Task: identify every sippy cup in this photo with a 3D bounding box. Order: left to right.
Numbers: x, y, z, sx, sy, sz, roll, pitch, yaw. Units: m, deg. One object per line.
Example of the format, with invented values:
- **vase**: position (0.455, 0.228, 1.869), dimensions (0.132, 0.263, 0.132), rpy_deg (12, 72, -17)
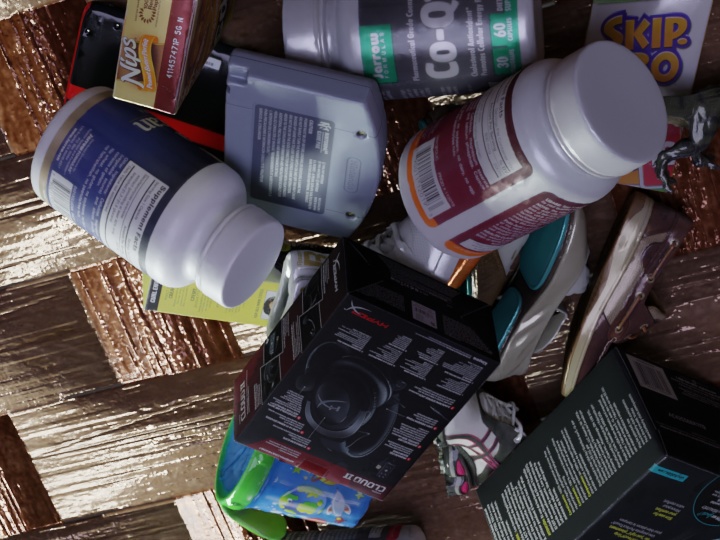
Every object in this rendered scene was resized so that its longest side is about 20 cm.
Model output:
- **sippy cup**: position (-0.049, 0.170, 1.636), dimensions (0.129, 0.141, 0.178), rpy_deg (21, 160, -15)

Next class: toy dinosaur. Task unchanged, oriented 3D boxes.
- **toy dinosaur**: position (0.272, -0.114, 1.439), dimensions (0.198, 0.048, 0.089), rpy_deg (-9, 132, -26)

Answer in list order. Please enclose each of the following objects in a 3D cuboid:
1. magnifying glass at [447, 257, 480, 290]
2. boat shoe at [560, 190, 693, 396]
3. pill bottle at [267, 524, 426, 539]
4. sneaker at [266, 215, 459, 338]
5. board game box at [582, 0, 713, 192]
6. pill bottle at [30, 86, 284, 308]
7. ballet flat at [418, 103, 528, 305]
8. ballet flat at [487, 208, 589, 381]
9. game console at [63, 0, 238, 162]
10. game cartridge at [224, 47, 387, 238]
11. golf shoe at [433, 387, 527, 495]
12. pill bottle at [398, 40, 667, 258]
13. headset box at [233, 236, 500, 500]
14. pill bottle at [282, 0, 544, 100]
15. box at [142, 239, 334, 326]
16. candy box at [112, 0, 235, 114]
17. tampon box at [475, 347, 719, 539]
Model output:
- **magnifying glass**: position (0.069, 0.016, 1.535), dimensions (0.080, 0.022, 0.200), rpy_deg (48, 148, 11)
- **boat shoe**: position (0.230, 0.031, 1.541), dimensions (0.071, 0.072, 0.202), rpy_deg (19, 114, 0)
- **pill bottle**: position (-0.036, 0.304, 1.711), dimensions (0.198, 0.111, 0.112), rpy_deg (-5, 118, 12)
- **sneaker**: position (0.000, 0.000, 1.474), dimensions (0.115, 0.074, 0.201), rpy_deg (24, 114, -24)
- **board game box**: position (0.226, -0.164, 1.458), dimensions (0.094, 0.030, 0.202), rpy_deg (10, 118, 3)
- **pill bottle**: position (-0.163, -0.056, 1.463), dimensions (0.199, 0.111, 0.112), rpy_deg (34, 122, 18)
- **ballet flat**: position (0.104, -0.052, 1.527), dimensions (0.072, 0.068, 0.202), rpy_deg (-16, 113, -4)
- **ballet flat**: position (0.160, 0.017, 1.554), dimensions (0.069, 0.070, 0.201), rpy_deg (25, 122, -5)
- **game console**: position (-0.161, -0.126, 1.545), dimensions (0.198, 0.031, 0.178), rpy_deg (18, 117, -1)
- **game cartridge**: position (-0.045, -0.100, 1.455), dimensions (0.132, 0.042, 0.201), rpy_deg (10, 149, 0)
- **golf shoe**: position (0.101, 0.127, 1.590), dimensions (0.087, 0.078, 0.201), rpy_deg (-12, 148, 4)
- **pill bottle**: position (0.130, -0.092, 1.362), dimensions (0.114, 0.115, 0.199), rpy_deg (45, 140, -16)
- **headset box**: position (-0.003, 0.090, 1.457), dimensions (0.148, 0.078, 0.200), rpy_deg (24, 125, -21)
- **pill bottle**: position (0.044, -0.194, 1.420), dimensions (0.197, 0.113, 0.114), rpy_deg (-4, 118, 11)
- **box**: position (-0.088, 0.008, 1.551), dimensions (0.198, 0.076, 0.051), rpy_deg (7, 123, -14)
- **candy box**: position (-0.134, -0.217, 1.386), dimensions (0.055, 0.201, 0.116), rpy_deg (16, 120, 1)
- **tampon box**: position (0.230, 0.195, 1.571), dimensions (0.149, 0.127, 0.200), rpy_deg (21, 124, -34)
